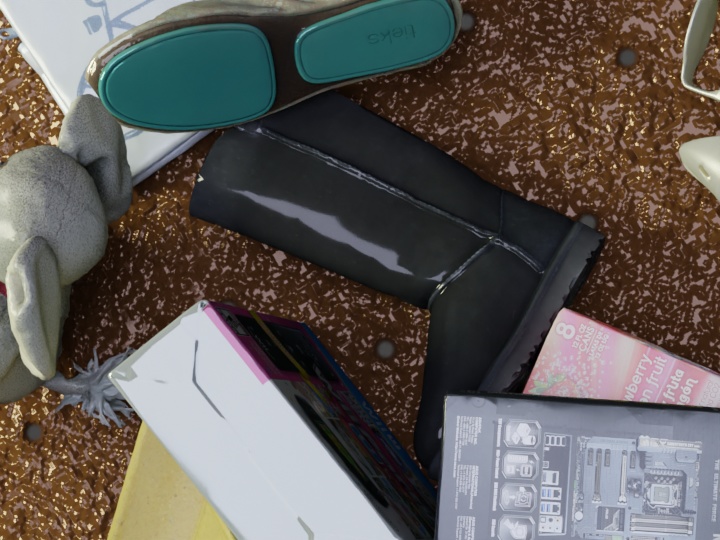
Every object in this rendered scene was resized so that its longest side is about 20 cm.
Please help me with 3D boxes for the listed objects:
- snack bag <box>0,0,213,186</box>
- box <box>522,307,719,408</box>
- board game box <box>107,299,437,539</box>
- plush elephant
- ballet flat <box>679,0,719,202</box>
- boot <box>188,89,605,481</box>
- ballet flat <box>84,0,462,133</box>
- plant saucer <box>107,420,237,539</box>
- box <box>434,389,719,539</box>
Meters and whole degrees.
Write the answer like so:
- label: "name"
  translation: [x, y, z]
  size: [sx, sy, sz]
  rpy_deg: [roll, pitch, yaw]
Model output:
- label: "snack bag"
  translation: [-0.111, -0.171, 1.422]
  size: [0.188, 0.021, 0.200]
  rpy_deg: [-36, 80, 6]
- label: "box"
  translation: [0.106, 0.129, 1.313]
  size: [0.094, 0.103, 0.201]
  rpy_deg: [24, 91, 12]
- label: "board game box"
  translation: [-0.029, 0.092, 1.292]
  size: [0.064, 0.200, 0.148]
  rpy_deg: [-40, 80, 5]
- label: "plush elephant"
  translation: [-0.191, -0.006, 1.348]
  size: [0.199, 0.165, 0.155]
  rpy_deg: [15, 129, -3]
- label: "ballet flat"
  translation: [0.196, -0.086, 1.337]
  size: [0.072, 0.068, 0.201]
  rpy_deg: [-3, 84, 31]
- label: "boot"
  translation: [0.000, -0.001, 1.344]
  size: [0.199, 0.066, 0.165]
  rpy_deg: [29, 60, 9]
- label: "ballet flat"
  translation: [-0.046, -0.115, 1.354]
  size: [0.199, 0.062, 0.068]
  rpy_deg: [-11, 120, -14]
- label: "plant saucer"
  translation: [-0.075, 0.196, 1.299]
  size: [0.200, 0.048, 0.201]
  rpy_deg: [56, 135, 48]
- label: "box"
  translation: [0.109, 0.160, 1.231]
  size: [0.157, 0.051, 0.201]
  rpy_deg: [3, 88, 2]
